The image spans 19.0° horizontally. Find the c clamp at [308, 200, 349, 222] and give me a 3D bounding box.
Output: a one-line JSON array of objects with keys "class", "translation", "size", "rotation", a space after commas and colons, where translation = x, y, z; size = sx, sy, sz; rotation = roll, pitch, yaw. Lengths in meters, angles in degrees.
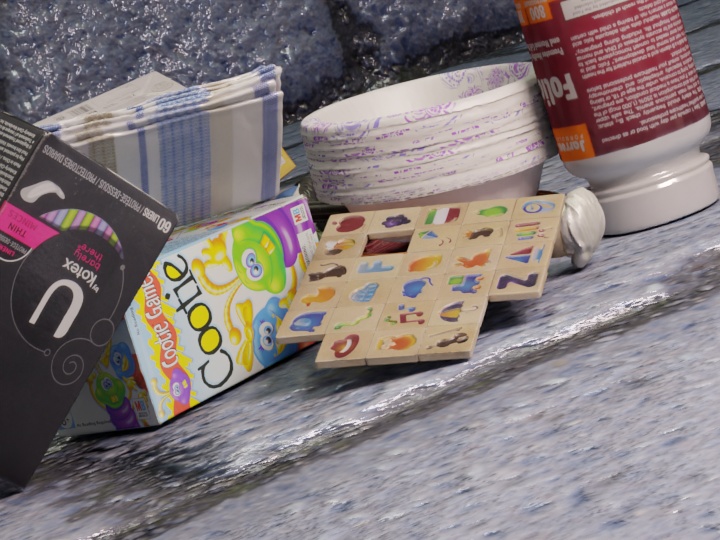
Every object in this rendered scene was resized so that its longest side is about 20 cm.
[{"class": "c clamp", "translation": [-0.040, -0.050, 1.797], "size": [0.199, 0.027, 0.171], "rotation": [-3, -3, -25]}]

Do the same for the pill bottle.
[{"class": "pill bottle", "translation": [0.189, -0.135, 1.570], "size": [0.114, 0.201, 0.114], "rotation": [-17, 8, 2]}]

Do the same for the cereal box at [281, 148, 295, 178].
[{"class": "cereal box", "translation": [-0.160, -0.036, 1.958], "size": [0.144, 0.040, 0.200], "rotation": [-42, 4, -40]}]

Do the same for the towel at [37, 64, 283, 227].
[{"class": "towel", "translation": [-0.146, -0.070, 1.470], "size": [0.199, 0.024, 0.147], "rotation": [-17, -30, -12]}]

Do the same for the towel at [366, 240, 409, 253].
[{"class": "towel", "translation": [0.000, 0.000, 1.715], "size": [0.199, 0.023, 0.144], "rotation": [-22, 10, -29]}]

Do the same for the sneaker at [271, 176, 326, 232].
[{"class": "sneaker", "translation": [-0.068, -0.035, 1.960], "size": [0.077, 0.076, 0.200], "rotation": [-26, 0, -12]}]

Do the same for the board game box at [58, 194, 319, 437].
[{"class": "board game box", "translation": [-0.122, 0.030, 1.485], "size": [0.105, 0.103, 0.200], "rotation": [-10, 11, 41]}]

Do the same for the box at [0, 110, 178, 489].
[{"class": "box", "translation": [-0.226, 0.014, 1.338], "size": [0.106, 0.122, 0.201], "rotation": [25, 84, 49]}]

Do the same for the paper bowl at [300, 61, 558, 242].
[{"class": "paper bowl", "translation": [0.060, -0.088, 1.654], "size": [0.200, 0.105, 0.201], "rotation": [-14, 12, 3]}]

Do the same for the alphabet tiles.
[{"class": "alphabet tiles", "translation": [0.039, 0.006, 1.386], "size": [0.166, 0.008, 0.200], "rotation": [-5, 29, 16]}]

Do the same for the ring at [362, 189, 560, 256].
[{"class": "ring", "translation": [0.064, -0.025, 1.657], "size": [0.199, 0.019, 0.200], "rotation": [-14, 12, 3]}]

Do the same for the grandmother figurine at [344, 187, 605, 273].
[{"class": "grandmother figurine", "translation": [0.077, -0.004, 1.455], "size": [0.199, 0.061, 0.121], "rotation": [-23, 18, -13]}]

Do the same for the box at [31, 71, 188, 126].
[{"class": "box", "translation": [-0.162, -0.031, 1.595], "size": [0.116, 0.201, 0.060], "rotation": [-26, 31, -24]}]

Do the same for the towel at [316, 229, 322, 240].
[{"class": "towel", "translation": [-0.127, -0.004, 1.815], "size": [0.199, 0.037, 0.148], "rotation": [-12, -4, -14]}]
